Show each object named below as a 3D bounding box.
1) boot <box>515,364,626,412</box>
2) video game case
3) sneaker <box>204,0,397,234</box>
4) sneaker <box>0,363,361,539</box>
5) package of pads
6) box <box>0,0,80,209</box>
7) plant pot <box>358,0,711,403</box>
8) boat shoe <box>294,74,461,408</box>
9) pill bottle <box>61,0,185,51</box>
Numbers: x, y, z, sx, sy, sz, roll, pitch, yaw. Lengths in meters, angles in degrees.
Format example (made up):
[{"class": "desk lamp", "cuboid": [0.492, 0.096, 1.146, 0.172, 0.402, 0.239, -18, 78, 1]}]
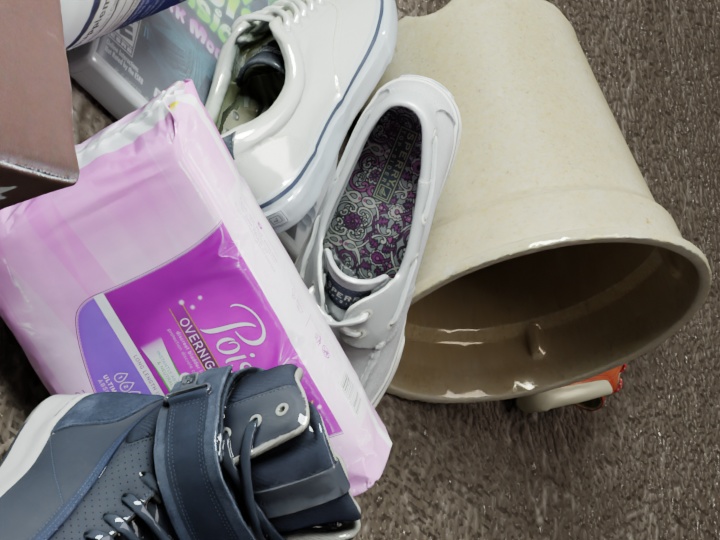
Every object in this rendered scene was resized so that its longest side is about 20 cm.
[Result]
[{"class": "boot", "cuboid": [0.152, 0.035, 1.379, 0.200, 0.075, 0.108, -13, 91, -51]}, {"class": "video game case", "cuboid": [-0.072, -0.121, 1.129, 0.200, 0.023, 0.182, 44, 42, -40]}, {"class": "sneaker", "cuboid": [-0.033, -0.111, 1.094, 0.071, 0.073, 0.200, 58, 35, -39]}, {"class": "sneaker", "cuboid": [-0.081, 0.108, 0.813, 0.203, 0.146, 0.077, -69, 146, -53]}, {"class": "package of pads", "cuboid": [-0.082, 0.027, 0.945, 0.200, 0.120, 0.076, 61, 11, -20]}, {"class": "box", "cuboid": [-0.221, -0.117, 0.750, 0.164, 0.166, 0.201, 13, 65, -56]}, {"class": "plant pot", "cuboid": [0.079, -0.049, 1.201, 0.200, 0.200, 0.184, 24, 46, -52]}, {"class": "boat shoe", "cuboid": [0.000, 0.000, 1.062, 0.200, 0.072, 0.069, -65, 172, 16]}, {"class": "pill bottle", "cuboid": [-0.141, -0.154, 0.940, 0.200, 0.111, 0.111, -34, 105, -52]}]
